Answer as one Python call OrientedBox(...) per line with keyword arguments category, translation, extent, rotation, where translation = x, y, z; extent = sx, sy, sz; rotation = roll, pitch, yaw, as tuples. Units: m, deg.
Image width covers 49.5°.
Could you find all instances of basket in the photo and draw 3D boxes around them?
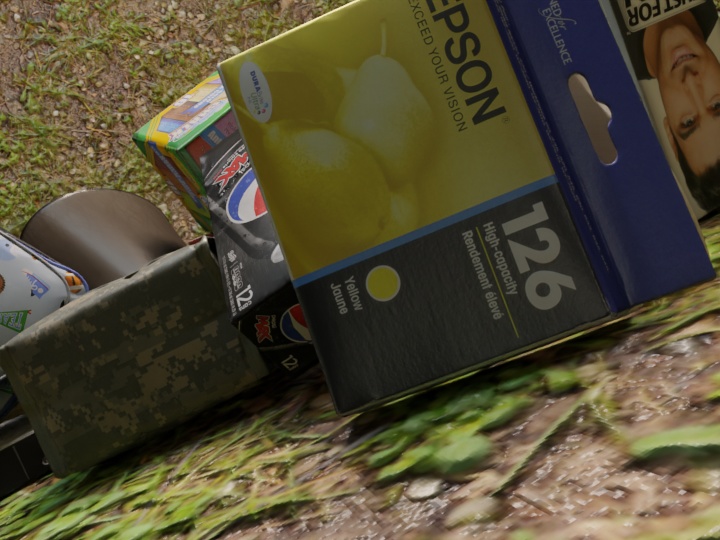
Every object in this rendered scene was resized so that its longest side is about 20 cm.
OrientedBox(category="basket", translation=(-0.232, 0.013, 0.808), extent=(0.179, 0.137, 0.200), rotation=(4, 21, -42))

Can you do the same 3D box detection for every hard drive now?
OrientedBox(category="hard drive", translation=(-0.336, 0.175, 0.615), extent=(0.199, 0.038, 0.139), rotation=(-29, 9, -29))

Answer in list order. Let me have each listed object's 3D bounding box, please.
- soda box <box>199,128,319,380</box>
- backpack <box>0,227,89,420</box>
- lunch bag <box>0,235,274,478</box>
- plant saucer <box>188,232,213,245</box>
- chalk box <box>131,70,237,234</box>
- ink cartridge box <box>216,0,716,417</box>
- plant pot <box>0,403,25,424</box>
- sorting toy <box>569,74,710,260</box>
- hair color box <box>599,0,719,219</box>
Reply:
OrientedBox(category="soda box", translation=(-0.059, -0.026, 0.542), extent=(0.063, 0.071, 0.201), rotation=(-33, 40, 9))
OrientedBox(category="backpack", translation=(-0.333, 0.048, 0.623), extent=(0.191, 0.199, 0.154), rotation=(-61, 13, -22))
OrientedBox(category="lunch bag", translation=(-0.147, 0.052, 0.600), extent=(0.163, 0.118, 0.200), rotation=(-26, 1, 1))
OrientedBox(category="plant saucer", translation=(-0.050, -0.024, 0.855), extent=(0.199, 0.037, 0.199), rotation=(-20, -21, 23))
OrientedBox(category="chalk box", translation=(-0.102, -0.102, 0.711), extent=(0.124, 0.125, 0.200), rotation=(-41, 28, -14))
OrientedBox(category="ink cartridge box", translation=(0.049, -0.052, 0.399), extent=(0.198, 0.199, 0.047), rotation=(-22, -9, 12))
OrientedBox(category="plant pot", translation=(-0.356, 0.068, 0.765), extent=(0.092, 0.202, 0.201), rotation=(-23, 7, 20))
OrientedBox(category="sorting toy", translation=(0.065, -0.057, 0.457), extent=(0.198, 0.181, 0.107), rotation=(-21, 7, 12))
OrientedBox(category="hair color box", translation=(0.196, -0.137, 0.530), extent=(0.098, 0.202, 0.060), rotation=(-27, 9, -27))
